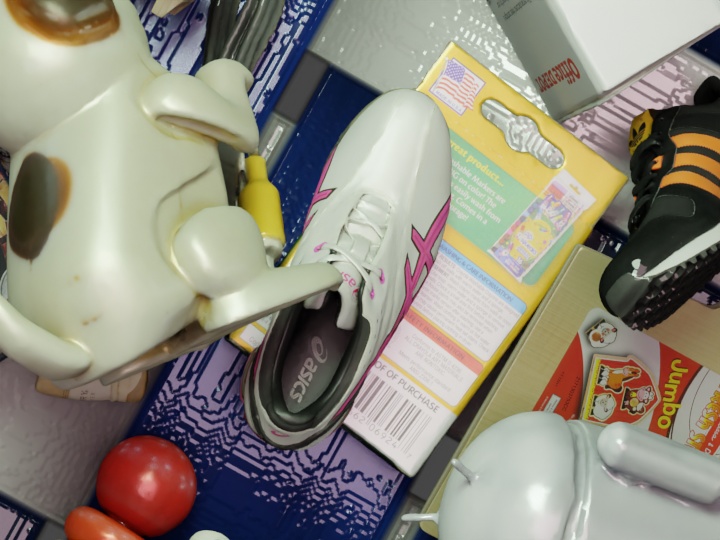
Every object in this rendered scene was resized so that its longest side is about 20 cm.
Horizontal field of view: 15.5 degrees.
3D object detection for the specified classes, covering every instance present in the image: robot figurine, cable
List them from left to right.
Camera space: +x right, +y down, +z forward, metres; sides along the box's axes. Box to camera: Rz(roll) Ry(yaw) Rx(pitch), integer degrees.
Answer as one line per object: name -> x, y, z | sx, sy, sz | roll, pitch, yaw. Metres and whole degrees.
cable -> -0.070, -0.073, 1.429 | 0.050, 0.097, 0.201 | 22, 64, -34
robot figurine -> 0.125, 0.141, 1.378 | 0.199, 0.170, 0.113 | 17, 43, -14

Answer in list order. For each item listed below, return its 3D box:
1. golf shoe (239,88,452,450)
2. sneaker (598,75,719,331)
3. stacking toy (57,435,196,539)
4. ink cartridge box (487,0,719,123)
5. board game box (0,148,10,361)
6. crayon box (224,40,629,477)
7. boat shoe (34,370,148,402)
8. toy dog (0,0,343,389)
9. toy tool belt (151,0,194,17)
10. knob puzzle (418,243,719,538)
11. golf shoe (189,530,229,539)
golf shoe -> 0.000, 0.000, 1.359 | 0.072, 0.092, 0.201 | 21, 85, -4
sneaker -> 0.165, -0.040, 1.404 | 0.090, 0.070, 0.200 | 44, 42, 10
stacking toy -> -0.154, 0.176, 1.401 | 0.085, 0.085, 0.201 | 31, 79, -4
ink cartridge box -> 0.100, -0.188, 1.399 | 0.083, 0.144, 0.201 | -29, 91, -6
board game box -> -0.235, -0.040, 1.380 | 0.135, 0.035, 0.201 | -30, 90, 28
crayon box -> 0.035, -0.006, 1.434 | 0.126, 0.052, 0.200 | 37, 86, -3
boat shoe -> -0.151, -0.028, 1.404 | 0.069, 0.074, 0.201 | -3, 90, -10
toy dog -> -0.135, -0.049, 1.291 | 0.193, 0.139, 0.201 | -19, 85, -36
toy tool belt -> -0.095, -0.194, 1.351 | 0.122, 0.200, 0.125 | 23, 108, 5
knob puzzle -> 0.156, 0.104, 1.450 | 0.218, 0.030, 0.221 | -2, 102, -10
golf shoe -> -0.101, 0.223, 1.388 | 0.078, 0.097, 0.200 | 21, 125, -11
